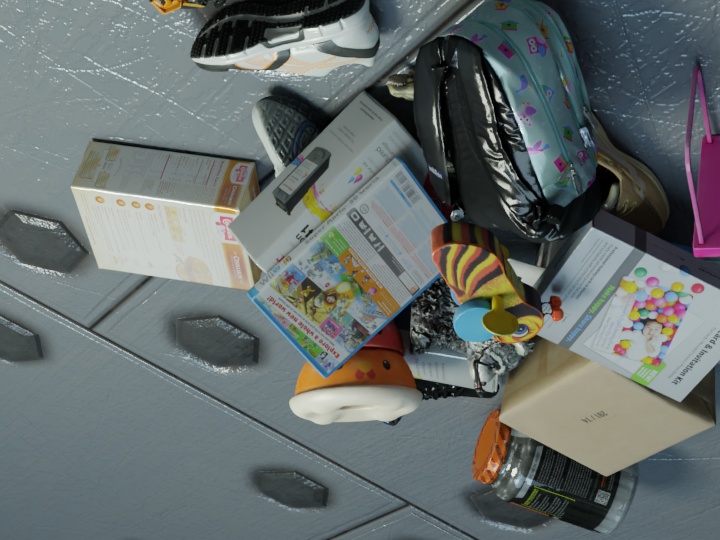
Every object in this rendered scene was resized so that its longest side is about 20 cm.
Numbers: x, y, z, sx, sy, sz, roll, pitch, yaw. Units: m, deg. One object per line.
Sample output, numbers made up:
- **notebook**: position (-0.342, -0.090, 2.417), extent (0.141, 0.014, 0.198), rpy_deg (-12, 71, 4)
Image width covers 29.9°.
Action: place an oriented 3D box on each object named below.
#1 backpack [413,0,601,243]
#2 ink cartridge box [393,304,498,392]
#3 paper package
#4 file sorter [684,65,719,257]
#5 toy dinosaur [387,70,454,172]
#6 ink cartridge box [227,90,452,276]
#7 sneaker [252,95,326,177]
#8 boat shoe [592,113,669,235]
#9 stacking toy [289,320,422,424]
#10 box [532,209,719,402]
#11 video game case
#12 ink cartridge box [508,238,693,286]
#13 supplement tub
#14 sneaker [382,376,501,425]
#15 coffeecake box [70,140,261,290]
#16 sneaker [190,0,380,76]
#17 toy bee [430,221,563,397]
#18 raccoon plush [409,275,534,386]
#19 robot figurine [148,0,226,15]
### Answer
- **backpack**: position (0.133, -0.139, 1.213), extent (0.166, 0.126, 0.202), rpy_deg (12, 130, 51)
- **ink cartridge box**: position (0.072, 0.073, 1.585), extent (0.197, 0.089, 0.146), rpy_deg (11, 163, 8)
- **paper package**: position (0.295, 0.140, 1.609), extent (0.189, 0.105, 0.200), rpy_deg (29, 142, -19)
- **file sorter**: position (0.394, -0.108, 1.197), extent (0.197, 0.140, 0.126), rpy_deg (-1, 141, 22)
- **toy dinosaur**: position (0.101, -0.118, 1.337), extent (0.047, 0.089, 0.200), rpy_deg (-22, 131, 37)
- **ink cartridge box**: position (-0.011, -0.056, 1.374), extent (0.148, 0.200, 0.086), rpy_deg (44, 180, -38)
- **sneaker**: position (-0.062, -0.104, 1.436), extent (0.086, 0.075, 0.201), rpy_deg (7, 142, 45)
- **boat shoe**: position (0.241, -0.085, 1.347), extent (0.073, 0.067, 0.199), rpy_deg (-22, 133, 40)
- **stacking toy**: position (-0.010, 0.060, 1.467), extent (0.144, 0.203, 0.146), rpy_deg (-3, 166, -1)
- **box**: position (0.283, 0.037, 1.370), extent (0.198, 0.041, 0.157), rpy_deg (25, 131, -9)
- **video game case**: position (0.000, 0.000, 1.347), extent (0.200, 0.018, 0.143), rpy_deg (-42, 130, -1)
- **ink cartridge box**: position (0.249, 0.003, 1.448), extent (0.197, 0.069, 0.115), rpy_deg (14, 158, 1)
- **supplement tub**: position (0.254, 0.260, 1.772), extent (0.197, 0.124, 0.123), rpy_deg (20, 145, -8)
- **sneaker**: position (0.077, 0.154, 1.700), extent (0.197, 0.113, 0.073), rpy_deg (18, 146, -5)
- **coffeecake box**: position (-0.214, -0.061, 1.546), extent (0.197, 0.074, 0.154), rpy_deg (8, 144, 10)
- **sneaker**: position (-0.072, -0.212, 1.286), extent (0.197, 0.075, 0.080), rpy_deg (-4, 143, 26)
- **toy bee**: position (0.142, 0.025, 1.334), extent (0.107, 0.133, 0.200), rpy_deg (-14, 149, 10)
- **raccoon plush**: position (0.121, 0.020, 1.442), extent (0.132, 0.097, 0.203), rpy_deg (3, 100, 3)
- **robot figurine**: position (-0.146, -0.298, 1.206), extent (0.198, 0.059, 0.145), rpy_deg (-20, 131, 39)
